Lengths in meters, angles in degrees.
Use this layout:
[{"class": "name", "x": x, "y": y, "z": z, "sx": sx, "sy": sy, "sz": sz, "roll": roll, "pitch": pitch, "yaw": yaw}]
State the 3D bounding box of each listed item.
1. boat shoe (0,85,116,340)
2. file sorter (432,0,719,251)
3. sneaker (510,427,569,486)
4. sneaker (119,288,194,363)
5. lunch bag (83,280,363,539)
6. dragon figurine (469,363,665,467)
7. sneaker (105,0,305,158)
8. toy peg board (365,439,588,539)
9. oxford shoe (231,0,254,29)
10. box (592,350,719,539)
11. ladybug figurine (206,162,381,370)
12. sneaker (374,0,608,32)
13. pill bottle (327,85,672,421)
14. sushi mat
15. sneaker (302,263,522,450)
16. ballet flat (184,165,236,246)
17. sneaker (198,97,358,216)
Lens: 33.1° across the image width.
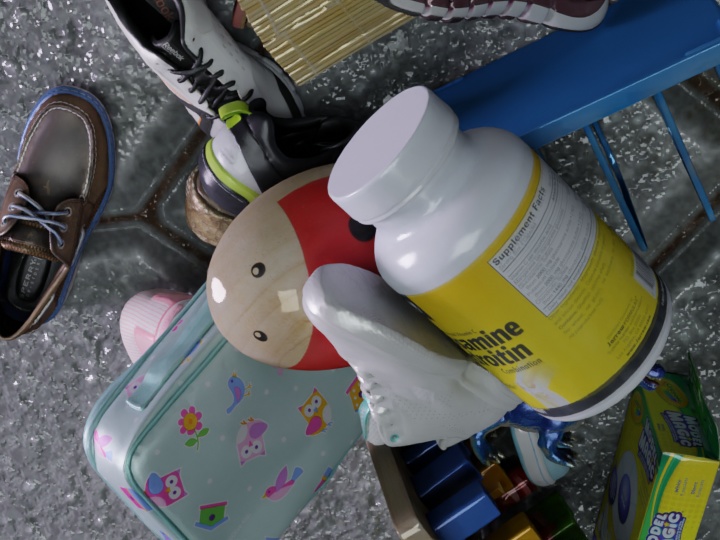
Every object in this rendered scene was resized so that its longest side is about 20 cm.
[{"class": "boat shoe", "x": -0.227, "y": -0.034, "z": 0.885, "sx": 0.072, "sy": 0.072, "sz": 0.201, "roll": 15, "pitch": 117, "yaw": -4}, {"class": "file sorter", "x": 0.158, "y": -0.084, "z": 0.798, "sx": 0.199, "sy": 0.139, "sz": 0.123, "roll": -24, "pitch": 116, "yaw": 15}, {"class": "sneaker", "x": 0.171, "y": 0.071, "z": 0.906, "sx": 0.130, "sy": 0.080, "sz": 0.201, "roll": -8, "pitch": 117, "yaw": 10}, {"class": "sneaker", "x": -0.102, "y": 0.072, "z": 0.937, "sx": 0.200, "sy": 0.104, "sz": 0.076, "roll": 37, "pitch": 73, "yaw": -41}, {"class": "lunch bag", "x": -0.084, "y": 0.092, "z": 0.836, "sx": 0.200, "sy": 0.077, "sz": 0.161, "roll": -50, "pitch": 125, "yaw": -22}, {"class": "dragon figurine", "x": 0.108, "y": 0.080, "z": 0.848, "sx": 0.199, "sy": 0.059, "sz": 0.100, "roll": 3, "pitch": 109, "yaw": 7}, {"class": "sneaker", "x": -0.109, "y": -0.137, "z": 0.823, "sx": 0.074, "sy": 0.080, "sz": 0.200, "roll": -35, "pitch": 111, "yaw": 17}, {"class": "toy peg board", "x": 0.102, "y": 0.189, "z": 0.914, "sx": 0.098, "sy": 0.200, "sz": 0.200, "roll": -35, "pitch": 110, "yaw": 3}, {"class": "oxford shoe", "x": -0.017, "y": -0.230, "z": 0.775, "sx": 0.075, "sy": 0.071, "sz": 0.200, "roll": 27, "pitch": 117, "yaw": -17}, {"class": "box", "x": 0.225, "y": 0.169, "z": 0.929, "sx": 0.048, "sy": 0.117, "sz": 0.201, "roll": 9, "pitch": 116, "yaw": -2}, {"class": "ladybug figurine", "x": 0.000, "y": 0.000, "z": 0.781, "sx": 0.199, "sy": 0.072, "sz": 0.137, "roll": -17, "pitch": 112, "yaw": -30}, {"class": "sneaker", "x": 0.084, "y": -0.215, "z": 0.738, "sx": 0.199, "sy": 0.076, "sz": 0.116, "roll": -4, "pitch": 129, "yaw": -34}, {"class": "pill bottle", "x": 0.079, "y": -0.010, "z": 0.699, "sx": 0.200, "sy": 0.112, "sz": 0.112, "roll": 40, "pitch": 113, "yaw": -22}, {"class": "sushi mat", "x": 0.021, "y": -0.198, "z": 0.778, "sx": 0.199, "sy": 0.012, "sz": 0.096, "roll": -29, "pitch": 140, "yaw": 6}, {"class": "sneaker", "x": 0.023, "y": 0.067, "z": 0.738, "sx": 0.088, "sy": 0.075, "sz": 0.200, "roll": -45, "pitch": 135, "yaw": 14}, {"class": "ballet flat", "x": -0.041, "y": -0.015, "z": 0.896, "sx": 0.199, "sy": 0.071, "sz": 0.065, "roll": 32, "pitch": 142, "yaw": -8}, {"class": "sneaker", "x": -0.014, "y": -0.059, "z": 0.825, "sx": 0.199, "sy": 0.072, "sz": 0.083, "roll": 18, "pitch": 125, "yaw": -34}]
